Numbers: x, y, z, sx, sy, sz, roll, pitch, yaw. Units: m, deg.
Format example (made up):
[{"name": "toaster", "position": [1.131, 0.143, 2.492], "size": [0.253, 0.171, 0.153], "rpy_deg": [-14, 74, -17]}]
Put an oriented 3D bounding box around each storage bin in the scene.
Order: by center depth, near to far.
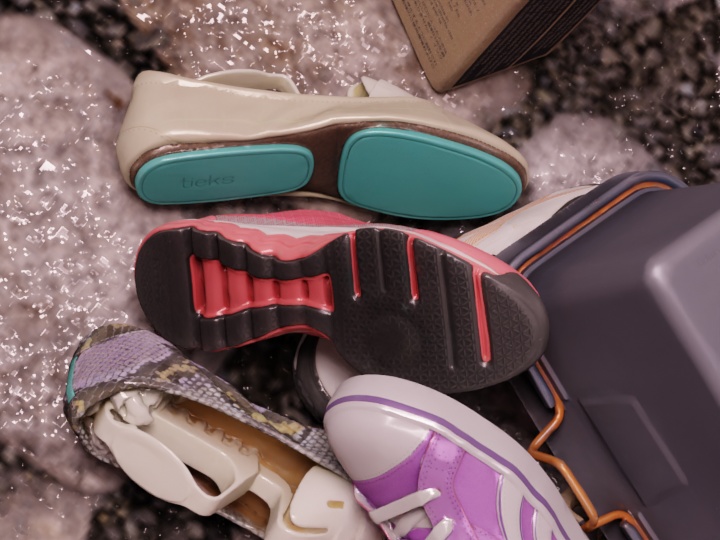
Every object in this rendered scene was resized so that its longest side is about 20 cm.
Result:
[{"name": "storage bin", "position": [0.155, 0.055, 1.004], "size": [0.146, 0.134, 0.200], "rpy_deg": [-33, 94, -20]}]

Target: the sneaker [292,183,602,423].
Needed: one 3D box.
[{"name": "sneaker", "position": [0.057, 0.008, 1.094], "size": [0.200, 0.080, 0.074], "rpy_deg": [-30, 87, -15]}]

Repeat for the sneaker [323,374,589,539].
[{"name": "sneaker", "position": [0.045, 0.142, 0.987], "size": [0.200, 0.073, 0.114], "rpy_deg": [46, 50, -11]}]

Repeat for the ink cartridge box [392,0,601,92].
[{"name": "ink cartridge box", "position": [0.050, -0.209, 1.112], "size": [0.075, 0.165, 0.200], "rpy_deg": [-20, 81, -21]}]

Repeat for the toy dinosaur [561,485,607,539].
[{"name": "toy dinosaur", "position": [0.129, 0.121, 1.110], "size": [0.101, 0.058, 0.200], "rpy_deg": [-21, 68, -38]}]

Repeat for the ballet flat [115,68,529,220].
[{"name": "ballet flat", "position": [-0.017, -0.067, 1.109], "size": [0.200, 0.069, 0.070], "rpy_deg": [3, 73, -15]}]

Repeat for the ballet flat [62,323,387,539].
[{"name": "ballet flat", "position": [-0.047, 0.097, 1.041], "size": [0.200, 0.072, 0.072], "rpy_deg": [29, 68, -5]}]

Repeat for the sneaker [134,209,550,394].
[{"name": "sneaker", "position": [0.000, 0.000, 1.040], "size": [0.087, 0.200, 0.074], "rpy_deg": [-32, 127, -56]}]
